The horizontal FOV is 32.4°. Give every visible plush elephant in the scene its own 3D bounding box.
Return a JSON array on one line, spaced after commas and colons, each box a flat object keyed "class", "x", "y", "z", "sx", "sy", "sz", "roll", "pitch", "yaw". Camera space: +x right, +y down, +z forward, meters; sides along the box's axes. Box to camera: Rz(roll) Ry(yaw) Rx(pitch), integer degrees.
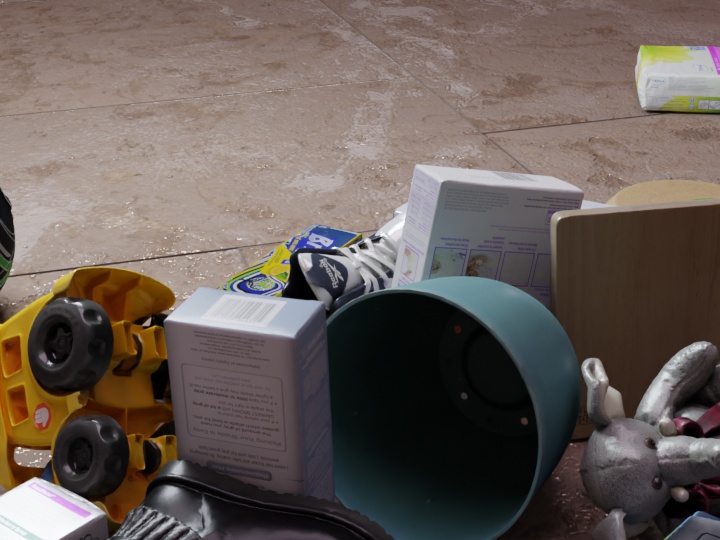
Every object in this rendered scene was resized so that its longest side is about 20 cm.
[{"class": "plush elephant", "x": 0.226, "y": 0.136, "z": 0.886, "sx": 0.200, "sy": 0.165, "sz": 0.155, "roll": -16, "pitch": -10, "yaw": 30}]

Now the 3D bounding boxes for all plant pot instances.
[{"class": "plant pot", "x": 0.079, "y": 0.095, "z": 0.961, "sx": 0.200, "sy": 0.201, "sz": 0.161, "roll": 12, "pitch": 18, "yaw": 28}]

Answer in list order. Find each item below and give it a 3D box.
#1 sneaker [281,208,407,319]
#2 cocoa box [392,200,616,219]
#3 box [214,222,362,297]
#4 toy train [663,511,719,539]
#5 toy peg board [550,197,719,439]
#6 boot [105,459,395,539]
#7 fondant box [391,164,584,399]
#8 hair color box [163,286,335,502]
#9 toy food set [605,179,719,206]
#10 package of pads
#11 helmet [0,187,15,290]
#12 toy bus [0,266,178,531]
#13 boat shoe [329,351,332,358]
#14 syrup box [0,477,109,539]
[{"class": "sneaker", "x": 0.000, "y": 0.000, "z": 1.139, "sx": 0.080, "sy": 0.199, "sz": 0.130, "roll": 55, "pitch": 12, "yaw": 22}, {"class": "cocoa box", "x": 0.148, "y": -0.001, "z": 1.234, "sx": 0.200, "sy": 0.131, "sz": 0.133, "roll": 14, "pitch": 27, "yaw": 31}, {"class": "box", "x": -0.071, "y": 0.019, "z": 1.278, "sx": 0.064, "sy": 0.070, "sz": 0.200, "roll": 13, "pitch": 28, "yaw": 25}, {"class": "toy train", "x": 0.182, "y": 0.231, "z": 0.729, "sx": 0.087, "sy": 0.114, "sz": 0.200, "roll": 19, "pitch": 30, "yaw": 39}, {"class": "toy peg board", "x": 0.254, "y": 0.030, "z": 1.086, "sx": 0.199, "sy": 0.200, "sz": 0.098, "roll": -5, "pitch": 17, "yaw": -7}, {"class": "boot", "x": -0.085, "y": 0.219, "z": 0.816, "sx": 0.211, "sy": 0.080, "sz": 0.158, "roll": 13, "pitch": 32, "yaw": 16}, {"class": "fondant box", "x": 0.102, "y": 0.014, "z": 1.085, "sx": 0.144, "sy": 0.200, "sz": 0.058, "roll": 3, "pitch": 16, "yaw": -26}, {"class": "hair color box", "x": -0.076, "y": 0.118, "z": 0.894, "sx": 0.099, "sy": 0.200, "sz": 0.061, "roll": 7, "pitch": 26, "yaw": 18}, {"class": "toy food set", "x": 0.379, "y": -0.055, "z": 1.447, "sx": 0.200, "sy": 0.049, "sz": 0.198, "roll": -13, "pitch": 27, "yaw": -25}, {"class": "package of pads", "x": 0.523, "y": -0.312, "z": 1.997, "sx": 0.154, "sy": 0.068, "sz": 0.200, "roll": 3, "pitch": 24, "yaw": 8}, {"class": "helmet", "x": -0.449, "y": -0.030, "z": 1.267, "sx": 0.200, "sy": 0.191, "sz": 0.200, "roll": -3, "pitch": 59, "yaw": 5}, {"class": "toy bus", "x": -0.230, "y": 0.119, "z": 0.974, "sx": 0.192, "sy": 0.200, "sz": 0.136, "roll": -21, "pitch": -19, "yaw": 25}, {"class": "boat shoe", "x": -0.107, "y": 0.068, "z": 1.023, "sx": 0.200, "sy": 0.069, "sz": 0.071, "roll": -17, "pitch": -6, "yaw": 42}, {"class": "syrup box", "x": -0.263, "y": 0.223, "z": 0.816, "sx": 0.081, "sy": 0.079, "sz": 0.200, "roll": 17, "pitch": 30, "yaw": 37}]
